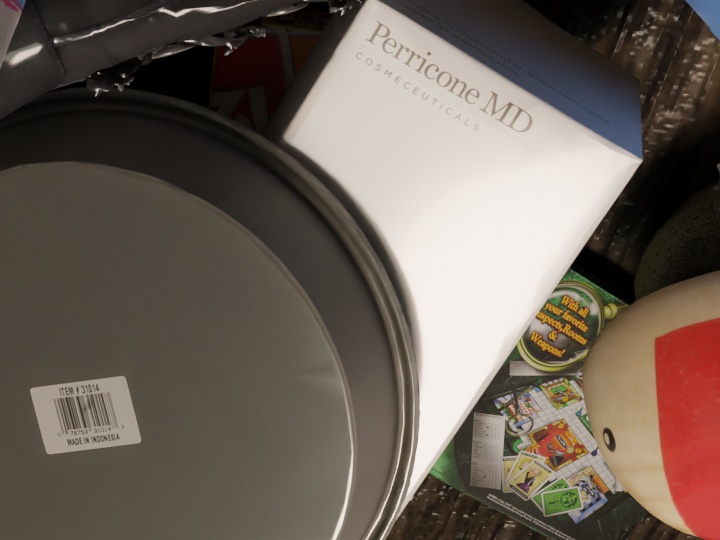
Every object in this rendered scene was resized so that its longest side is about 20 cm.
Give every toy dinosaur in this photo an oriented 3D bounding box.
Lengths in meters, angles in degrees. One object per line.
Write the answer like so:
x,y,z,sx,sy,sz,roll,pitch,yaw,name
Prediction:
0.152,-0.003,0.888,0.102,0.077,0.200,28,147,-13,toy dinosaur

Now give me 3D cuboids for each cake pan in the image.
-0.081,0.043,0.752,0.198,0.037,0.202,5,110,13,cake pan

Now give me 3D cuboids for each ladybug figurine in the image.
0.173,0.054,0.831,0.198,0.072,0.136,-8,142,27,ladybug figurine

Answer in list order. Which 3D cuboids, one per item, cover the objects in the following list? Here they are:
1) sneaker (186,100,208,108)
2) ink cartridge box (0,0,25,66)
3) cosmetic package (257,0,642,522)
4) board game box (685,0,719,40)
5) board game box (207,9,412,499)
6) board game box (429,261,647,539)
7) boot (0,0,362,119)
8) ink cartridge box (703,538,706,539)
-0.067,0.009,0.904,0.074,0.085,0.200,-6,146,15,sneaker
-0.151,-0.115,0.596,0.084,0.201,0.145,-13,131,20,ink cartridge box
0.000,0.000,0.790,0.107,0.085,0.201,29,115,-7,cosmetic package
0.177,-0.088,0.687,0.157,0.039,0.200,4,160,36,board game box
-0.016,0.004,0.855,0.095,0.030,0.202,7,118,-4,board game box
0.060,0.041,0.943,0.199,0.023,0.105,31,102,-34,board game box
-0.057,-0.107,0.723,0.199,0.165,0.066,-24,118,2,boot
0.260,0.071,0.958,0.144,0.085,0.200,26,141,-30,ink cartridge box
